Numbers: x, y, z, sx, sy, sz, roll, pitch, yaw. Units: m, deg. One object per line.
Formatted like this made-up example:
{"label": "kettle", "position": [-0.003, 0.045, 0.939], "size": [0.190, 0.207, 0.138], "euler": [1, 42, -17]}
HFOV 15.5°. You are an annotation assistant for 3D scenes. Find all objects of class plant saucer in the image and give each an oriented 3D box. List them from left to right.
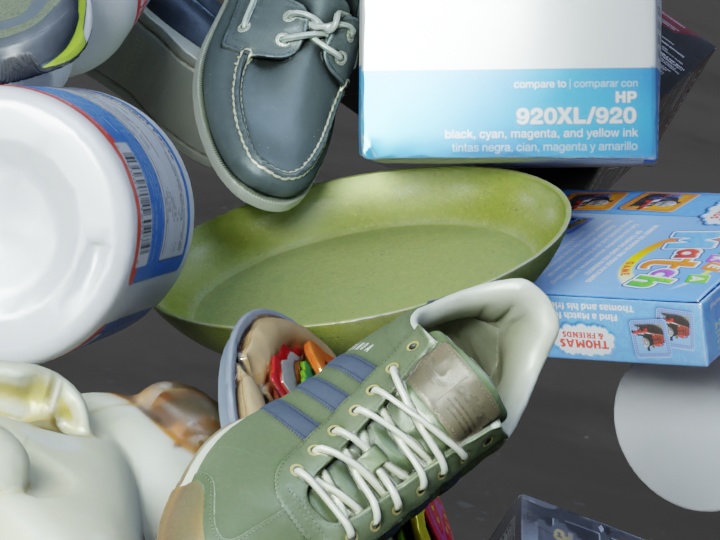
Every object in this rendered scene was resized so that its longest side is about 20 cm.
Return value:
{"label": "plant saucer", "position": [0.000, 0.000, 1.216], "size": [0.200, 0.031, 0.200], "euler": [-9, 20, 3]}

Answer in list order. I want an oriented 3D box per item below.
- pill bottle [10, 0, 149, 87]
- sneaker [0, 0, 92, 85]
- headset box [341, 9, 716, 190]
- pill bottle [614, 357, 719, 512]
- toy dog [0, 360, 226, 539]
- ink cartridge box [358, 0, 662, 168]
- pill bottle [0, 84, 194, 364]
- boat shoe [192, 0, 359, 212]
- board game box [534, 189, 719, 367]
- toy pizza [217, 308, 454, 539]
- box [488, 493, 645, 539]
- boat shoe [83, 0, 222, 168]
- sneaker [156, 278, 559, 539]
{"label": "pill bottle", "position": [-0.140, -0.161, 1.236], "size": [0.109, 0.109, 0.200], "euler": [28, 49, -3]}
{"label": "sneaker", "position": [-0.161, -0.160, 1.112], "size": [0.074, 0.081, 0.200], "euler": [-15, 53, -2]}
{"label": "headset box", "position": [0.099, -0.115, 1.488], "size": [0.149, 0.077, 0.200], "euler": [35, 32, 8]}
{"label": "pill bottle", "position": [0.210, 0.047, 1.320], "size": [0.112, 0.112, 0.200], "euler": [40, 35, 16]}
{"label": "toy dog", "position": [-0.115, 0.096, 0.971], "size": [0.194, 0.140, 0.200], "euler": [10, 10, 20]}
{"label": "ink cartridge box", "position": [0.077, -0.152, 1.308], "size": [0.144, 0.200, 0.147], "euler": [0, 1, 6]}
{"label": "pill bottle", "position": [-0.131, -0.022, 1.108], "size": [0.112, 0.112, 0.200], "euler": [32, 5, 3]}
{"label": "boat shoe", "position": [-0.033, -0.121, 1.301], "size": [0.073, 0.062, 0.200], "euler": [22, 52, -18]}
{"label": "board game box", "position": [0.103, -0.001, 1.269], "size": [0.200, 0.037, 0.151], "euler": [2, 21, 32]}
{"label": "toy pizza", "position": [0.004, 0.104, 1.061], "size": [0.200, 0.032, 0.200], "euler": [57, 18, -29]}
{"label": "box", "position": [0.127, 0.199, 1.111], "size": [0.158, 0.048, 0.200], "euler": [21, 34, -12]}
{"label": "boat shoe", "position": [-0.114, -0.135, 1.353], "size": [0.200, 0.075, 0.062], "euler": [39, 36, 12]}
{"label": "sneaker", "position": [0.007, 0.057, 0.953], "size": [0.067, 0.090, 0.200], "euler": [54, 36, -2]}
